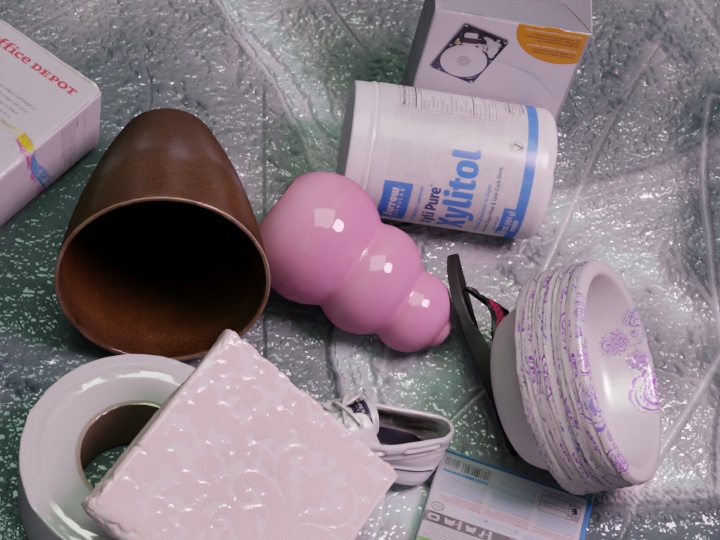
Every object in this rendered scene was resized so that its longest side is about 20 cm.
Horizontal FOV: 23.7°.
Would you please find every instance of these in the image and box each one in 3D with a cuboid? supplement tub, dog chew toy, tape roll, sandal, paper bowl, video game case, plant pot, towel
[{"bbox_3d":[0.081,-0.107,1.666,0.199,0.132,0.132,8,54,-6],"label":"supplement tub"},{"bbox_3d":[0.000,0.000,1.581,0.200,0.125,0.125,37,54,-4],"label":"dog chew toy"},{"bbox_3d":[-0.187,0.172,1.446,0.202,0.071,0.203,6,53,-8],"label":"tape roll"},{"bbox_3d":[0.126,0.073,1.578,0.045,0.075,0.200,-23,66,8],"label":"sandal"},{"bbox_3d":[0.186,0.097,1.516,0.104,0.201,0.201,-14,48,27],"label":"paper bowl"},{"bbox_3d":[0.112,0.261,1.478,0.143,0.018,0.200,19,53,1],"label":"video game case"},{"bbox_3d":[-0.179,-0.052,1.560,0.186,0.187,0.200,4,39,-9],"label":"plant pot"},{"bbox_3d":[-0.094,0.178,1.380,0.200,0.032,0.191,43,70,-16],"label":"towel"}]

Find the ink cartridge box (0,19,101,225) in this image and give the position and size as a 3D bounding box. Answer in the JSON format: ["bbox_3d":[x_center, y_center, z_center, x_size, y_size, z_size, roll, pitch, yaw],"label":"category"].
[{"bbox_3d":[-0.362,-0.127,1.615,0.147,0.086,0.200,35,54,14],"label":"ink cartridge box"}]

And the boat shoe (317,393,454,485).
[{"bbox_3d":[-0.010,0.134,1.472,0.200,0.065,0.074,9,39,-36],"label":"boat shoe"}]

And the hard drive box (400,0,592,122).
[{"bbox_3d":[0.129,-0.205,1.703,0.155,0.200,0.077,8,54,-5],"label":"hard drive box"}]
